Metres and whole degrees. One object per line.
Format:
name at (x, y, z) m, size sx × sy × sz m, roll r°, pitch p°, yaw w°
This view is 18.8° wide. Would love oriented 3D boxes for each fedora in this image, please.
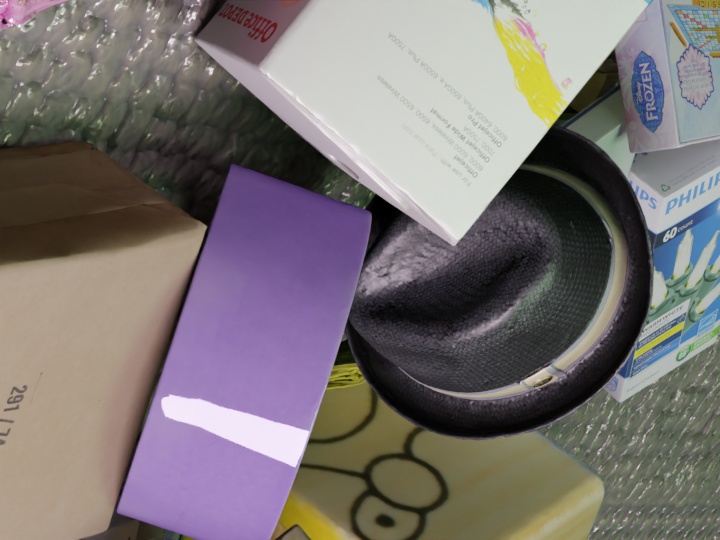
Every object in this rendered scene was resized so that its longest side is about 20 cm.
fedora at (0.062, 0.002, 1.233) m, size 0.202 × 0.200 × 0.091 m, roll -58°, pitch 154°, yaw 10°

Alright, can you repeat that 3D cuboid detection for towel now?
towel at (0.029, 0.046, 1.403) m, size 0.199 × 0.085 × 0.018 m, roll -21°, pitch 100°, yaw -52°

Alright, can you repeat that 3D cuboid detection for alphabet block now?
alphabet block at (0.011, 0.194, 1.419) m, size 0.199 × 0.195 × 0.198 m, roll -25°, pitch 139°, yaw -46°

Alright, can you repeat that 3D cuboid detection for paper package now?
paper package at (-0.195, 0.046, 1.101) m, size 0.190 × 0.103 × 0.201 m, roll -11°, pitch 129°, yaw -48°

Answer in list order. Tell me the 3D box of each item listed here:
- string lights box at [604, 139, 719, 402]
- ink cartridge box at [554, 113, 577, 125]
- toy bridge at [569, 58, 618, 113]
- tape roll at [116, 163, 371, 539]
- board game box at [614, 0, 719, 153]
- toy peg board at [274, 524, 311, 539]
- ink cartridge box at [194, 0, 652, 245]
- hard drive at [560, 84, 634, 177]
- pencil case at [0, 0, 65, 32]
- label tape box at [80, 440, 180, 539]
string lights box at (0.208, -0.014, 1.498) m, size 0.102 × 0.059 × 0.201 m, roll -29°, pitch 145°, yaw -28°
ink cartridge box at (0.122, -0.047, 1.466) m, size 0.199 × 0.059 × 0.104 m, roll -7°, pitch 129°, yaw -50°
toy bridge at (0.092, -0.122, 1.291) m, size 0.199 × 0.027 × 0.068 m, roll -7°, pitch 129°, yaw -50°
tape roll at (-0.064, 0.050, 1.193) m, size 0.200 × 0.084 × 0.202 m, roll -162°, pitch -90°, yaw -86°
board game box at (0.228, -0.185, 1.384) m, size 0.199 × 0.041 × 0.202 m, roll -11°, pitch 94°, yaw -47°
toy peg board at (-0.109, 0.268, 1.203) m, size 0.200 × 0.098 × 0.199 m, roll -41°, pitch 179°, yaw 40°
ink cartridge box at (0.040, -0.144, 1.129) m, size 0.144 × 0.147 × 0.200 m, roll 39°, pitch 89°, yaw -20°
hard drive at (0.120, -0.011, 1.390) m, size 0.132 × 0.025 × 0.201 m, roll -35°, pitch 149°, yaw -39°
pencil case at (-0.111, -0.173, 1.011) m, size 0.199 × 0.083 × 0.087 m, roll -23°, pitch 140°, yaw -40°
label tape box at (-0.161, 0.185, 1.324) m, size 0.199 × 0.063 × 0.145 m, roll -17°, pitch 135°, yaw -43°
